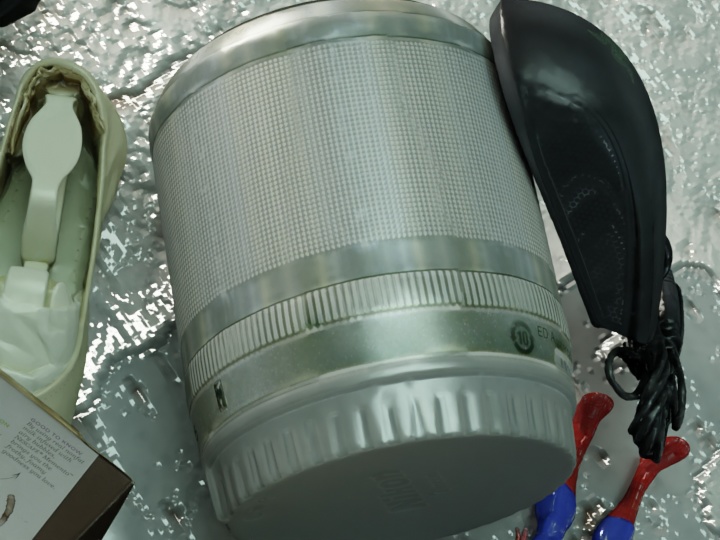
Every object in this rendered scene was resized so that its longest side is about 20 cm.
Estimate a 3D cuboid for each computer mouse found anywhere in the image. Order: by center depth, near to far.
[{"bbox_3d":[0.112,-0.032,0.822,0.052,0.201,0.139,-17,27,15],"label":"computer mouse"}]

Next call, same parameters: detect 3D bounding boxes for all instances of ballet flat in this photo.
[{"bbox_3d":[-0.141,-0.003,0.810,0.069,0.070,0.201,12,62,-11],"label":"ballet flat"}]

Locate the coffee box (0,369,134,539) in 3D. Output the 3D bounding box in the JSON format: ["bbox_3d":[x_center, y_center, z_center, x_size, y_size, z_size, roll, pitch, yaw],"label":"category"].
[{"bbox_3d":[-0.177,0.133,0.664,0.080,0.115,0.200,37,37,5],"label":"coffee box"}]

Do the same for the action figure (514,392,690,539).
[{"bbox_3d":[0.082,0.146,0.818,0.065,0.052,0.201,31,62,-6],"label":"action figure"}]

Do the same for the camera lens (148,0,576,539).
[{"bbox_3d":[0.000,0.000,0.797,0.159,0.160,0.201,-3,65,-18],"label":"camera lens"}]

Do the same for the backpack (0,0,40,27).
[{"bbox_3d":[-0.243,-0.162,0.813,0.199,0.127,0.167,-4,40,-32],"label":"backpack"}]
